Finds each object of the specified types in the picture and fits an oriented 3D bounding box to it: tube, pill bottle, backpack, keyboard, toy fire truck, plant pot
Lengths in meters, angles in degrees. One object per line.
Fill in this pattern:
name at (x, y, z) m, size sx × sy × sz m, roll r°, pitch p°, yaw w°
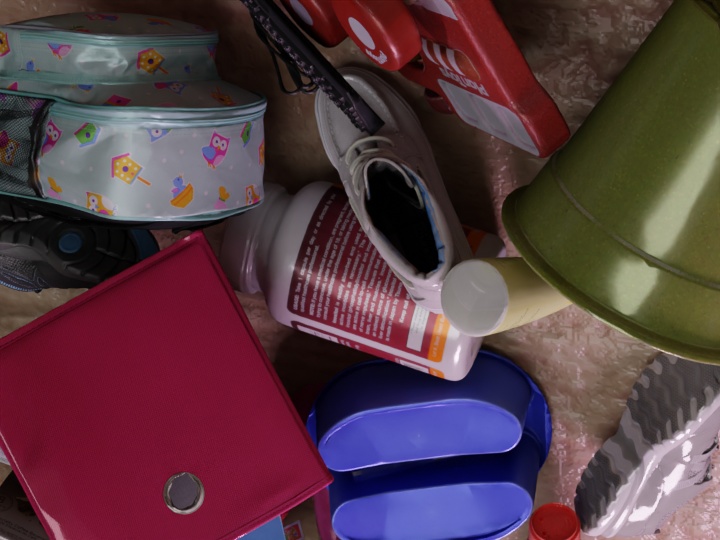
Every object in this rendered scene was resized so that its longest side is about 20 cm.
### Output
tube at (0.123, 0.013, 1.175) m, size 0.058 × 0.200 × 0.052 m, roll 30°, pitch 107°, yaw 24°
pill bottle at (0.000, 0.000, 1.256) m, size 0.198 × 0.113 × 0.114 m, roll 18°, pitch 127°, yaw 10°
backpack at (-0.164, -0.104, 1.196) m, size 0.199 × 0.175 × 0.155 m, roll 22°, pitch 109°, yaw 33°
keyboard at (-0.058, -0.156, 1.155) m, size 0.040 × 0.104 × 0.200 m, roll -42°, pitch 66°, yaw 5°
toy fire truck at (0.044, -0.159, 1.110) m, size 0.200 × 0.112 × 0.168 m, roll 31°, pitch 158°, yaw 56°
plant pot at (0.219, -0.076, 1.090) m, size 0.199 × 0.200 × 0.191 m, roll 27°, pitch 115°, yaw 3°

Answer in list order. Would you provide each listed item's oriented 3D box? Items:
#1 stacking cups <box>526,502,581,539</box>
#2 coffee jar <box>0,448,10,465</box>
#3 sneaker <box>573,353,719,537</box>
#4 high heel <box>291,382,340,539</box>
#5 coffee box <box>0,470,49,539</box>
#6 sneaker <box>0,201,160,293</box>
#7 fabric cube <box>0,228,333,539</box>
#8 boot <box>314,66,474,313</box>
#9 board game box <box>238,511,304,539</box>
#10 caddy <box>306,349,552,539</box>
stacking cups at (0.161, 0.257, 1.364) m, size 0.060 × 0.061 × 0.201 m, roll 13°, pitch 140°, yaw 13°
coffee jar at (-0.216, 0.139, 1.416) m, size 0.199 × 0.104 × 0.086 m, roll 17°, pitch 129°, yaw 29°
sneaker at (0.242, 0.128, 1.285) m, size 0.081 × 0.075 × 0.201 m, roll 14°, pitch 130°, yaw -24°
high heel at (0.002, 0.183, 1.407) m, size 0.096 × 0.067 × 0.201 m, roll -27°, pitch 96°, yaw 45°
coffee box at (-0.246, 0.260, 1.530) m, size 0.199 × 0.113 × 0.080 m, roll 25°, pitch 128°, yaw 6°
sneaker at (-0.253, -0.018, 1.388) m, size 0.198 × 0.074 × 0.082 m, roll 14°, pitch 150°, yaw 14°
fabric cube at (-0.157, 0.108, 1.234) m, size 0.195 × 0.200 × 0.201 m, roll -28°, pitch 91°, yaw -9°
boot at (0.020, -0.069, 1.164) m, size 0.073 × 0.096 × 0.201 m, roll -30°, pitch 71°, yaw 3°
board game box at (-0.097, 0.184, 1.441) m, size 0.157 × 0.039 × 0.202 m, roll 10°, pitch 116°, yaw 54°
caddy at (0.053, 0.138, 1.329) m, size 0.198 × 0.105 × 0.143 m, roll -7°, pitch 111°, yaw 7°
